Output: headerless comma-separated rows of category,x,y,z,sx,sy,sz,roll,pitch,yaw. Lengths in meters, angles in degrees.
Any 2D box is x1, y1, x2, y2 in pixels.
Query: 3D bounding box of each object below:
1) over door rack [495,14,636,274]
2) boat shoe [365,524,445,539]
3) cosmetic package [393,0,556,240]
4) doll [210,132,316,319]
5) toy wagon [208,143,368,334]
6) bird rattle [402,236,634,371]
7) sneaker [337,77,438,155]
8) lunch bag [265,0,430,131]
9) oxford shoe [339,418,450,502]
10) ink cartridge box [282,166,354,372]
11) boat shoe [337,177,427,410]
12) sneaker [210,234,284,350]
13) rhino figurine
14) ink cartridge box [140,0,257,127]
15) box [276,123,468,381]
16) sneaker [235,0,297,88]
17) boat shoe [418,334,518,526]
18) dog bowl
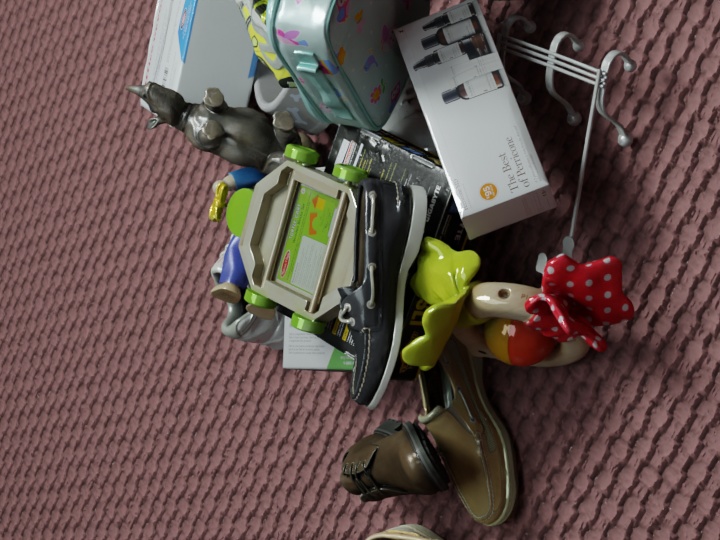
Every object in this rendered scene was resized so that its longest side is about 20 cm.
over door rack,0.164,-0.113,1.515,0.148,0.066,0.201,30,108,48
boat shoe,0.077,0.289,1.575,0.199,0.069,0.074,14,97,49
cosmetic package,0.097,-0.134,1.477,0.082,0.051,0.201,-22,64,7
doll,-0.092,-0.057,1.761,0.048,0.136,0.201,135,157,-67
toy wagon,-0.064,-0.037,1.592,0.200,0.039,0.156,25,103,42
bird rattle,0.140,0.036,1.470,0.199,0.163,0.113,-3,65,17
sneaker,0.038,-0.179,1.664,0.200,0.073,0.116,32,114,47
lunch bag,-0.013,-0.224,1.512,0.077,0.200,0.161,15,71,25
oxford shoe,0.028,0.187,1.573,0.073,0.084,0.200,60,166,-1
ink cartridge box,0.000,0.000,1.680,0.146,0.084,0.201,-1,85,47
boat shoe,0.009,0.019,1.486,0.074,0.060,0.201,-153,74,-76
sneaker,-0.111,-0.018,1.800,0.078,0.099,0.201,-10,79,48
rhino figurine,-0.146,-0.147,1.722,0.087,0.199,0.060,110,-179,-79
ink cartridge box,-0.174,-0.233,1.858,0.200,0.083,0.146,-144,65,-70
box,0.017,-0.020,1.573,0.159,0.049,0.201,29,106,42
sneaker,-0.083,-0.235,1.629,0.200,0.075,0.077,-104,12,-64
boat shoe,0.085,0.141,1.575,0.072,0.076,0.201,-37,61,39
dog bowl,-0.054,-0.242,1.737,0.200,0.058,0.201,-168,90,-69
